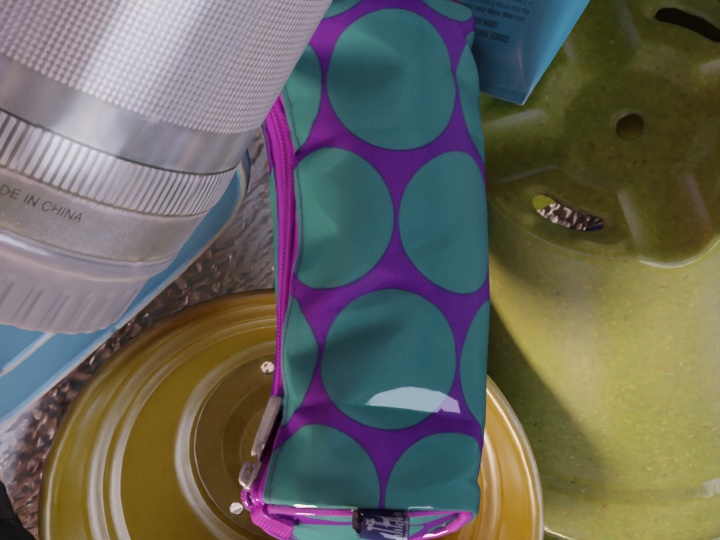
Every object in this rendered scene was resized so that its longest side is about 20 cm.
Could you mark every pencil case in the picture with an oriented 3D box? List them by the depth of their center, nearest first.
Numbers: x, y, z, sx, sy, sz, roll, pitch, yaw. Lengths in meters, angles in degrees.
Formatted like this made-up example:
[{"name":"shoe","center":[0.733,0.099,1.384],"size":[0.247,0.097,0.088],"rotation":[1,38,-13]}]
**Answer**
[{"name":"pencil case","center":[0.000,0.000,1.030],"size":[0.092,0.085,0.201],"rotation":[2,83,-22]}]

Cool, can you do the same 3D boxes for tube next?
[{"name":"tube","center":[0.090,-0.155,1.062],"size":[0.050,0.077,0.201],"rotation":[32,86,-24]}]

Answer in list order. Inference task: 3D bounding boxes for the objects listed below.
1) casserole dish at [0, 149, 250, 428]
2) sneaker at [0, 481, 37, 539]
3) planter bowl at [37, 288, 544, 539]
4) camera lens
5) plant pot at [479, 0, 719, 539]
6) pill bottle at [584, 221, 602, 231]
[{"name":"casserole dish","center":[-0.111,-0.011,1.013],"size":[0.200,0.039,0.121],"rotation":[-43,149,-13]},{"name":"sneaker","center":[-0.168,0.181,1.099],"size":[0.076,0.091,0.201],"rotation":[-13,135,-48]},{"name":"planter bowl","center":[-0.027,0.088,1.142],"size":[0.201,0.200,0.084],"rotation":[-59,-170,17]},{"name":"camera lens","center":[-0.085,-0.104,0.824],"size":[0.160,0.160,0.201],"rotation":[8,118,-55]},{"name":"plant pot","center":[0.109,-0.009,1.129],"size":[0.200,0.200,0.185],"rotation":[-39,151,-17]},{"name":"pill bottle","center":[0.127,0.036,1.288],"size":[0.200,0.120,0.120],"rotation":[-31,145,-28]}]
